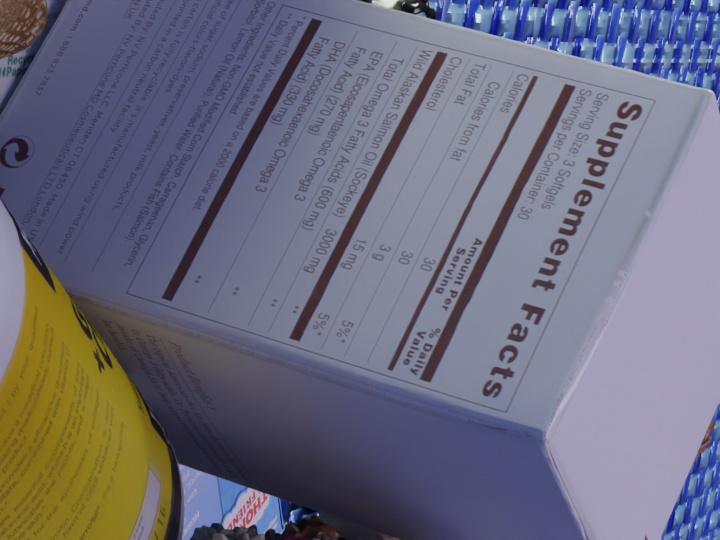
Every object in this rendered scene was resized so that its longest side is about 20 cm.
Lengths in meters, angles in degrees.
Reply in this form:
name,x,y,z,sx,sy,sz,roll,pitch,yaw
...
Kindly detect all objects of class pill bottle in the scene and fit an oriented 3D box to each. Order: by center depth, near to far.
name,x,y,z,sx,sy,sz,roll,pitch,yaw
pill bottle,-0.125,0.030,0.700,0.112,0.112,0.200,-66,155,-22

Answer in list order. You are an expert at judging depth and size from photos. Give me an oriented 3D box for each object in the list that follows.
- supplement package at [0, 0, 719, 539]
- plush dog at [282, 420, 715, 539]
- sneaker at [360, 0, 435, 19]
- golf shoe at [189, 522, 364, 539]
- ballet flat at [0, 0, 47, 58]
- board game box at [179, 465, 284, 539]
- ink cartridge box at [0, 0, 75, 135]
name,x,y,z,sx,sy,sz,roll,pitch,yaw
supplement package,0.000,0.000,0.803,0.117,0.200,0.117,-63,154,-22
plush dog,0.045,0.074,1.145,0.172,0.160,0.200,-58,164,28
sneaker,0.003,-0.096,1.002,0.073,0.082,0.200,37,67,-63
golf shoe,-0.011,0.125,0.822,0.200,0.075,0.092,48,49,-73
ballet flat,-0.138,-0.083,0.659,0.200,0.070,0.065,44,35,-54
board game box,-0.083,0.063,0.950,0.151,0.037,0.200,-52,147,-42
ink cartridge box,-0.069,-0.147,0.862,0.196,0.043,0.200,-14,114,-62
